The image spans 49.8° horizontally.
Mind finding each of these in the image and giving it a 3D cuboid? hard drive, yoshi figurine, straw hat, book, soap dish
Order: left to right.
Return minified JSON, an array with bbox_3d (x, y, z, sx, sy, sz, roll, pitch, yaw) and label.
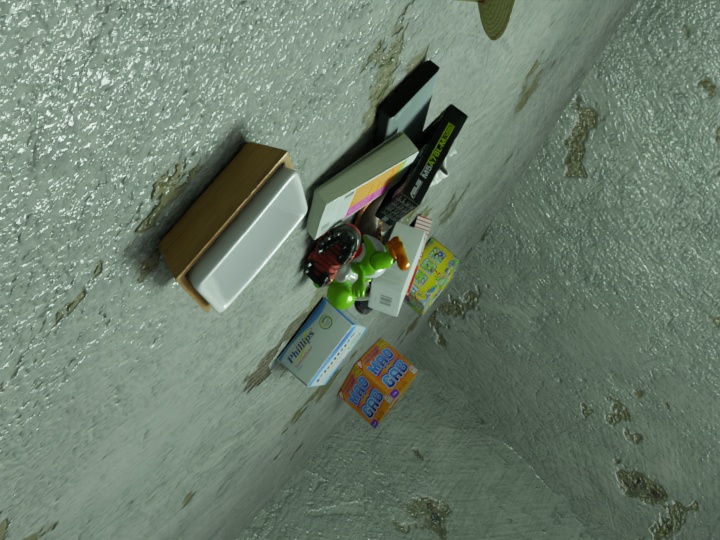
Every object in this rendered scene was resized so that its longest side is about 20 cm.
[{"bbox_3d":[-0.157,-0.053,0.972,0.201,0.081,0.158,-50,168,-11],"label":"soap dish"},{"bbox_3d":[-0.001,-0.140,1.329,0.198,0.048,0.134,-35,167,-24],"label":"book"},{"bbox_3d":[0.005,0.013,1.542,0.195,0.114,0.113,-21,145,3],"label":"yoshi figurine"},{"bbox_3d":[0.073,-0.262,1.375,0.140,0.033,0.201,-48,167,-22],"label":"hard drive"},{"bbox_3d":[0.150,-0.419,1.062,0.083,0.206,0.202,-4,156,-8],"label":"straw hat"}]

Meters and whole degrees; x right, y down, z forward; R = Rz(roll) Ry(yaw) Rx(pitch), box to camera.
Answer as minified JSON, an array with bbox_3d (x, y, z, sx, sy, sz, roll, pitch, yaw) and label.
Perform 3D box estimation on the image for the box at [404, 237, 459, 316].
[{"bbox_3d":[0.223,0.026,2.586,0.194,0.121,0.200,-50,169,-10],"label":"box"}]

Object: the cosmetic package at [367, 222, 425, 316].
[{"bbox_3d":[0.090,-0.004,1.910,0.109,0.083,0.203,97,12,-52],"label":"cosmetic package"}]

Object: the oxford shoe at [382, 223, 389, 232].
[{"bbox_3d":[0.074,-0.134,1.653,0.071,0.072,0.201,-46,167,-28],"label":"oxford shoe"}]

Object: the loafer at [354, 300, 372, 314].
[{"bbox_3d":[0.049,0.029,2.027,0.063,0.072,0.201,-37,-167,51],"label":"loafer"}]

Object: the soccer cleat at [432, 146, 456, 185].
[{"bbox_3d":[0.138,-0.203,1.669,0.070,0.086,0.202,-39,163,-45],"label":"soccer cleat"}]

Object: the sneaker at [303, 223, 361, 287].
[{"bbox_3d":[-0.040,-0.046,1.434,0.098,0.071,0.201,-50,-178,-31],"label":"sneaker"}]

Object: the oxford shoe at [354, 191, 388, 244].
[{"bbox_3d":[0.025,-0.091,1.589,0.202,0.072,0.071,-58,167,23],"label":"oxford shoe"}]

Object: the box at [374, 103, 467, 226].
[{"bbox_3d":[0.109,-0.191,1.441,0.196,0.047,0.200,-59,-173,-12],"label":"box"}]

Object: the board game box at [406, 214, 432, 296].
[{"bbox_3d":[0.146,-0.039,2.166,0.201,0.045,0.155,100,8,-68],"label":"board game box"}]

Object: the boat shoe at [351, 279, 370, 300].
[{"bbox_3d":[-0.008,0.022,1.887,0.200,0.071,0.065,62,25,-72],"label":"boat shoe"}]

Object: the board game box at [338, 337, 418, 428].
[{"bbox_3d":[0.069,0.434,3.001,0.199,0.199,0.202,-38,163,-47],"label":"board game box"}]

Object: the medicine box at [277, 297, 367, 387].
[{"bbox_3d":[-0.087,0.175,1.866,0.184,0.102,0.200,-52,169,1],"label":"medicine box"}]
